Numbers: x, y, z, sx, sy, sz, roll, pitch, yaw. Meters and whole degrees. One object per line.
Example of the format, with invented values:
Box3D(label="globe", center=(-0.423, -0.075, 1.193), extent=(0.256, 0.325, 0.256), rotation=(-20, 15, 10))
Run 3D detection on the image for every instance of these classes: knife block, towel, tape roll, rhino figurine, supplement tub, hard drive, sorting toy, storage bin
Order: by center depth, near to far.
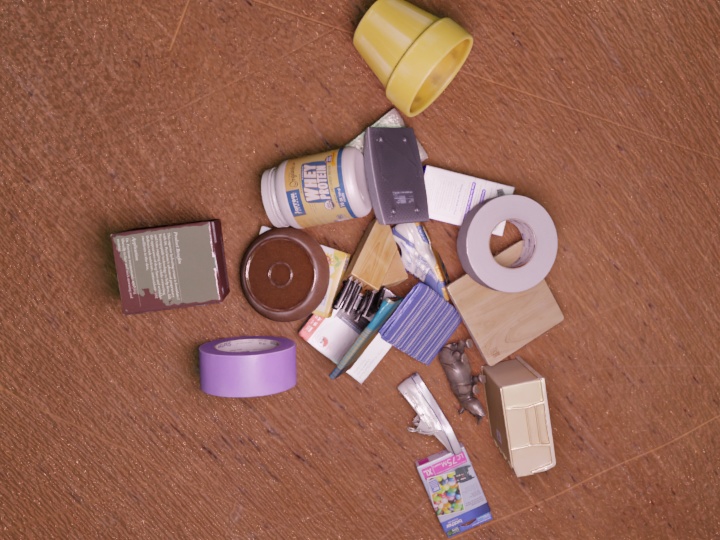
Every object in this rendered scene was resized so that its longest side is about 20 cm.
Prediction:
Box3D(label="supplement tub", center=(-0.087, -0.165, 1.510), extent=(0.199, 0.145, 0.145), rotation=(-10, 97, 15))
Box3D(label="towel", center=(0.014, 0.133, 1.513), extent=(0.022, 0.147, 0.200), rotation=(39, 99, 10))
Box3D(label="hard drive", center=(0.070, -0.192, 1.518), extent=(0.134, 0.042, 0.201), rotation=(-7, 86, -37))
Box3D(label="tape roll", center=(-0.232, 0.195, 1.529), extent=(0.199, 0.200, 0.085), rotation=(-1, 96, -4))
Box3D(label="knife block", center=(0.000, 0.000, 1.537), extent=(0.175, 0.064, 0.201), rotation=(-14, 80, -26))
Box3D(label="tape roll", center=(0.305, -0.055, 1.538), extent=(0.199, 0.066, 0.201), rotation=(0, 92, -11))
Box3D(label="towel", center=(0.133, 0.116, 1.582), extent=(0.145, 0.024, 0.200), rotation=(-53, 137, 1))
Box3D(label="storage bin", center=(0.335, 0.309, 1.583), extent=(0.093, 0.200, 0.200), rotation=(-10, 97, -2))
Box3D(label="towel", center=(0.033, -0.236, 1.586), extent=(0.200, 0.034, 0.133), rotation=(-37, 99, 1))
Box3D(label="sorting toy", center=(0.306, 0.069, 1.611), extent=(0.199, 0.070, 0.199), rotation=(-31, 97, -9))
Box3D(label="rhino figurine", center=(0.231, 0.249, 1.632), extent=(0.060, 0.087, 0.201), rotation=(-26, 101, -39))

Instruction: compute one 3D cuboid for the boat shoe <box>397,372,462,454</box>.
Box3D(label="boat shoe", center=(0.143, 0.332, 1.635), extent=(0.086, 0.075, 0.202), rotation=(-32, 93, 2))

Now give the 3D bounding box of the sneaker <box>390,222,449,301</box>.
Box3D(label="sneaker", center=(0.128, -0.016, 1.608), extent=(0.088, 0.075, 0.201), rotation=(-24, 96, 16))

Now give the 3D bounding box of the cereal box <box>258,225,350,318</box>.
Box3D(label="cereal box", center=(-0.136, 0.002, 1.570), extent=(0.199, 0.040, 0.145), rotation=(19, 94, 12))

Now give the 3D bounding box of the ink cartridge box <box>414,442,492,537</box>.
Box3D(label="ink cartridge box", center=(0.216, 0.506, 1.678), extent=(0.119, 0.042, 0.201), rotation=(-23, 99, -1))

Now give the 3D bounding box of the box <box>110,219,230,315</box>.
Box3D(label="box", center=(-0.383, -0.011, 1.513), extent=(0.199, 0.164, 0.167), rotation=(-7, 96, -4))

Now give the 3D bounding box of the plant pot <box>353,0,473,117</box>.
Box3D(label="plant pot", center=(0.094, -0.449, 1.496), extent=(0.189, 0.201, 0.201), rotation=(42, 92, 7))

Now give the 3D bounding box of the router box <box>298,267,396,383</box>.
Box3D(label="router box", center=(-0.006, 0.112, 1.612), extent=(0.179, 0.049, 0.200), rotation=(38, 92, -7))

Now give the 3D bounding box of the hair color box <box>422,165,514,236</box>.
Box3D(label="hair color box", center=(0.219, -0.150, 1.594), extent=(0.199, 0.065, 0.110), rotation=(14, 94, -4))

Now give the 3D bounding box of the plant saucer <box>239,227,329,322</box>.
Box3D(label="plant saucer", center=(-0.163, 0.009, 1.539), extent=(0.199, 0.034, 0.201), rotation=(0, 91, 12))
